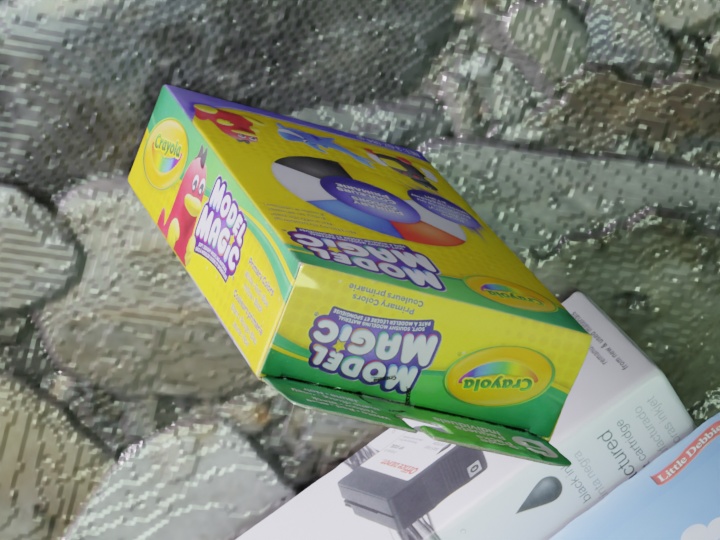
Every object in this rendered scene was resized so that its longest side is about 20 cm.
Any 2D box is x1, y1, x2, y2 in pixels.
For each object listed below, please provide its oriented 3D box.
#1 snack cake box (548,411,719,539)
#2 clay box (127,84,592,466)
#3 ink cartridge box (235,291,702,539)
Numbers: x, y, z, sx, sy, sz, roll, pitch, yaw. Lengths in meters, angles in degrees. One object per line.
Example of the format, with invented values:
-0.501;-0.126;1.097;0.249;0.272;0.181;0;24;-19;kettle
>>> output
0.103;0.160;1.077;0.200;0.067;0.115;-37;121;-3;snack cake box
0.000;0.000;0.988;0.115;0.200;0.048;14;107;-26;clay box
0.056;0.131;1.134;0.200;0.084;0.145;-36;121;-3;ink cartridge box
